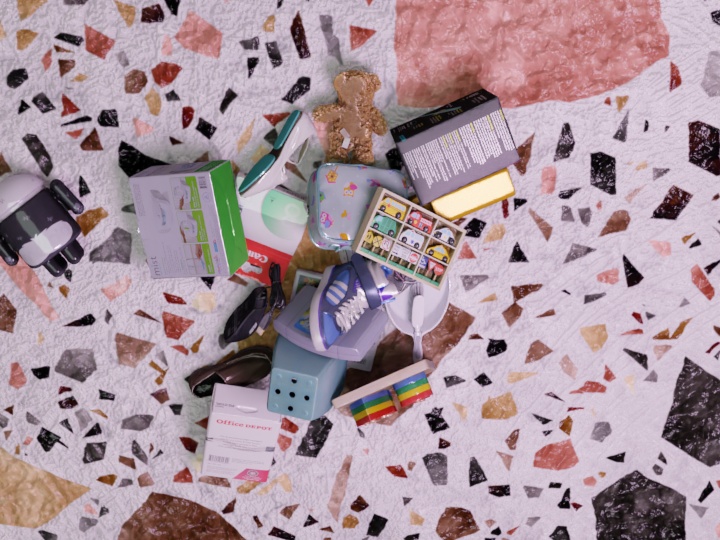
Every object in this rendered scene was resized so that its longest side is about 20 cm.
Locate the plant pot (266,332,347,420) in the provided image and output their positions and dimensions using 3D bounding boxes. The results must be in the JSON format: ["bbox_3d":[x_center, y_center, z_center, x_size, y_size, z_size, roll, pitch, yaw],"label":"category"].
[{"bbox_3d":[-0.110,0.197,1.585,0.139,0.200,0.144,11,108,7],"label":"plant pot"}]

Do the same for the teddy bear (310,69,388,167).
[{"bbox_3d":[-0.017,-0.279,1.541,0.143,0.067,0.203,-11,116,7],"label":"teddy bear"}]

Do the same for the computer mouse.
[{"bbox_3d":[-0.200,0.094,1.611,0.046,0.141,0.201,28,115,-28],"label":"computer mouse"}]

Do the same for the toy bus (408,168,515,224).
[{"bbox_3d":[0.193,-0.142,1.580,0.197,0.078,0.066,-22,108,5],"label":"toy bus"}]

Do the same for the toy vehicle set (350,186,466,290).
[{"bbox_3d":[0.091,-0.057,1.515,0.198,0.026,0.126,23,91,-27],"label":"toy vehicle set"}]

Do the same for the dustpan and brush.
[{"bbox_3d":[0.115,0.103,1.667,0.137,0.058,0.203,-5,125,-7],"label":"dustpan and brush"}]

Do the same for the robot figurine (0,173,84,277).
[{"bbox_3d":[-0.612,-0.087,1.548,0.124,0.151,0.201,-16,116,48],"label":"robot figurine"}]

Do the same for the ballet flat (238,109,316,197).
[{"bbox_3d":[-0.149,-0.206,1.536,0.069,0.069,0.201,36,84,-13],"label":"ballet flat"}]

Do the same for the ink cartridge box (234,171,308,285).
[{"bbox_3d":[-0.198,-0.072,1.607,0.159,0.050,0.202,20,105,-8],"label":"ink cartridge box"}]

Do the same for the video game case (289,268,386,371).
[{"bbox_3d":[-0.053,0.104,1.684,0.197,0.022,0.185,12,108,-5],"label":"video game case"}]

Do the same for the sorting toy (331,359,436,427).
[{"bbox_3d":[0.061,0.251,1.640,0.198,0.199,0.070,-24,79,6],"label":"sorting toy"}]

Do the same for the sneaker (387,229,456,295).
[{"bbox_3d":[0.102,-0.024,1.586,0.200,0.075,0.081,-45,103,-11],"label":"sneaker"}]

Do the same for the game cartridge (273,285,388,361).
[{"bbox_3d":[-0.062,0.101,1.562,0.197,0.134,0.041,17,138,25],"label":"game cartridge"}]

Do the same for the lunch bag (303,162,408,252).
[{"bbox_3d":[-0.008,-0.113,1.532,0.197,0.077,0.163,2,83,-23],"label":"lunch bag"}]

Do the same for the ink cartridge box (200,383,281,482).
[{"bbox_3d":[-0.245,0.336,1.686,0.142,0.085,0.202,9,129,-9],"label":"ink cartridge box"}]

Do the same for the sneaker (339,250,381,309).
[{"bbox_3d":[0.000,0.000,1.624,0.072,0.071,0.204,-11,102,-19],"label":"sneaker"}]

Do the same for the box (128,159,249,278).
[{"bbox_3d":[-0.323,-0.094,1.544,0.174,0.097,0.203,-3,110,19],"label":"box"}]

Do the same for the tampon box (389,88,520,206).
[{"bbox_3d":[0.171,-0.231,1.511,0.197,0.150,0.128,-23,108,6],"label":"tampon box"}]

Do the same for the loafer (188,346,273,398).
[{"bbox_3d":[-0.263,0.222,1.689,0.197,0.071,0.074,-23,108,6],"label":"loafer"}]

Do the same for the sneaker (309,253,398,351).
[{"bbox_3d":[-0.006,0.057,1.495,0.144,0.202,0.081,-5,132,18],"label":"sneaker"}]
